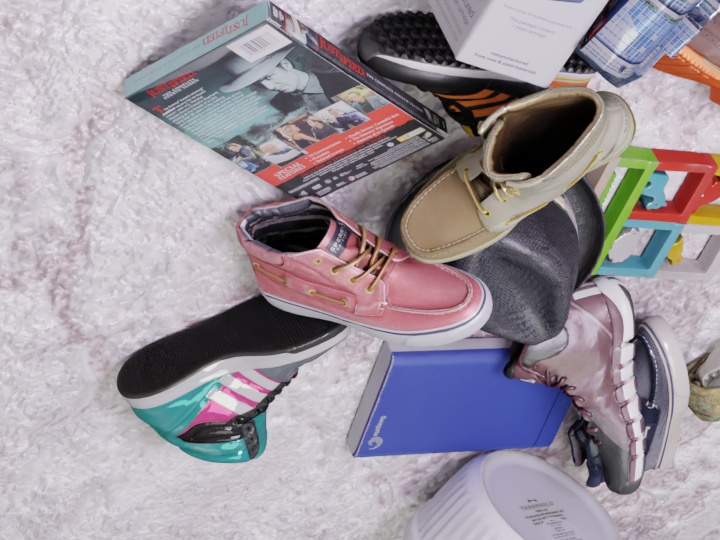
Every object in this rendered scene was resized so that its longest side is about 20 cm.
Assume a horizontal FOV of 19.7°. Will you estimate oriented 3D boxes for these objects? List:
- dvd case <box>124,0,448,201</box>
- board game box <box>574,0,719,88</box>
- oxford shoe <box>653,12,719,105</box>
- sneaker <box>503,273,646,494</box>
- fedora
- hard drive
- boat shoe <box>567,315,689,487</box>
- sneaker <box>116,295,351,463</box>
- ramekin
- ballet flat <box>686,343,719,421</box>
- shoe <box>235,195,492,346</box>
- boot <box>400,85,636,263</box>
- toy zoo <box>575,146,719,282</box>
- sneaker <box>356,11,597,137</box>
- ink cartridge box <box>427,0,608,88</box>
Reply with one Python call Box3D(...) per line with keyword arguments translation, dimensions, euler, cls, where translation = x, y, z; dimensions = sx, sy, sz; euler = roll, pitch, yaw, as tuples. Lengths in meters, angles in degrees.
Box3D(translation=(-0.053, -0.119, 1.530), dimensions=(0.146, 0.022, 0.200), euler=(-24, 144, 34), cls="dvd case")
Box3D(translation=(0.223, -0.201, 1.483), dimensions=(0.062, 0.200, 0.200), euler=(40, 117, -5), cls="board game box")
Box3D(translation=(0.273, -0.182, 1.630), dimensions=(0.200, 0.071, 0.073), euler=(26, 86, -33), cls="oxford shoe")
Box3D(translation=(0.184, 0.106, 1.827), dimensions=(0.115, 0.076, 0.200), euler=(-9, 100, -10), cls="sneaker")
Box3D(translation=(0.118, -0.003, 1.691), dimensions=(0.200, 0.092, 0.201), euler=(-6, 133, -7), cls="fedora")
Box3D(translation=(0.099, 0.113, 1.869), dimensions=(0.200, 0.025, 0.132), euler=(-1, 134, -23), cls="hard drive")
Box3D(translation=(0.243, 0.128, 1.910), dimensions=(0.093, 0.075, 0.200), euler=(-20, 138, -13), cls="boat shoe")
Box3D(translation=(-0.088, 0.098, 1.724), dimensions=(0.200, 0.084, 0.121), euler=(-19, 134, 7), cls="sneaker")
Box3D(translation=(0.150, 0.257, 1.913), dimensions=(0.200, 0.200, 0.105), euler=(15, 121, -35), cls="ramekin")
Box3D(translation=(0.385, 0.069, 1.927), dimensions=(0.200, 0.071, 0.071), euler=(-33, 137, 11), cls="ballet flat")
Box3D(translation=(0.000, 0.000, 1.611), dimensions=(0.200, 0.071, 0.091), euler=(10, 152, 23), cls="shoe")
Box3D(translation=(0.101, -0.071, 1.511), dimensions=(0.200, 0.072, 0.155), euler=(-31, 174, 13), cls="boot")
Box3D(translation=(0.269, -0.046, 1.785), dimensions=(0.200, 0.020, 0.131), euler=(3, 132, -26), cls="toy zoo")
Box3D(translation=(0.082, -0.137, 1.572), dimensions=(0.200, 0.070, 0.090), euler=(1, 129, -28), cls="sneaker")
Box3D(translation=(0.125, -0.251, 1.418), dimensions=(0.087, 0.145, 0.200), euler=(14, 127, -32), cls="ink cartridge box")
